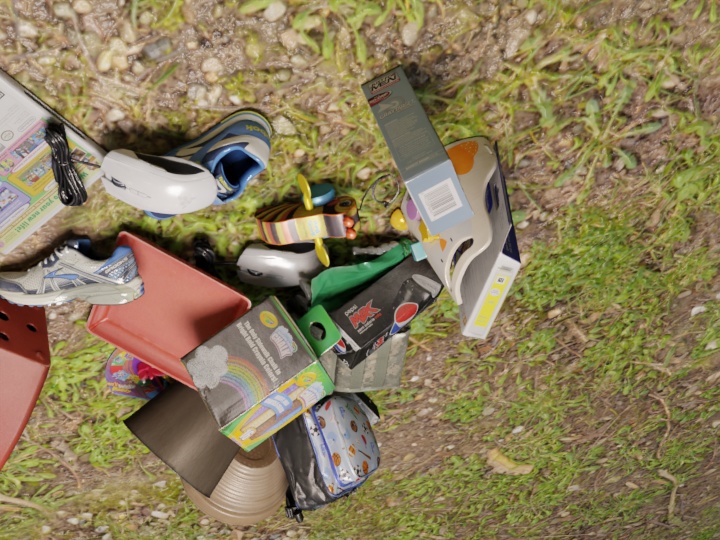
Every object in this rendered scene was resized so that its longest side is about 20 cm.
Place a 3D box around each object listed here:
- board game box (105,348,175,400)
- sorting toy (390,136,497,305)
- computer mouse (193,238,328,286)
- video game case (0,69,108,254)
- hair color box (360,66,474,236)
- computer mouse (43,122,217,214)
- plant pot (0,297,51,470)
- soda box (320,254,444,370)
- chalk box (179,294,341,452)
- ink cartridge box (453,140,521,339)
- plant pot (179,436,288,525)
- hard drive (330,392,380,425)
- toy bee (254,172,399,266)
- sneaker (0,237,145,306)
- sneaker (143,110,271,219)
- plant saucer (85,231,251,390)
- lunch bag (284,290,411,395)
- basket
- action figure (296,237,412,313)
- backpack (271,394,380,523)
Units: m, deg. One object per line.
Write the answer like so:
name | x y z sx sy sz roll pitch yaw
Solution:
board game box | -0.307 0.175 1.255 0.199 0.039 0.158 19 125 -33
sorting toy | 0.127 -0.055 1.082 0.106 0.181 0.201 2 132 -21
computer mouse | -0.139 -0.005 1.124 0.198 0.044 0.110 -6 135 -14
video game case | -0.430 -0.124 0.928 0.199 0.022 0.182 -35 134 14
hair color box | 0.067 -0.149 0.952 0.060 0.201 0.099 -26 137 7
computer mouse | -0.269 -0.106 0.919 0.198 0.044 0.110 10 131 -3
plant pot | -0.518 0.118 1.025 0.176 0.200 0.200 -44 132 11
soda box | 0.038 0.055 1.145 0.199 0.071 0.064 -36 161 -34
chalk box | -0.119 0.129 1.070 0.199 0.125 0.124 -34 153 -8
ink cartridge box | 0.183 -0.043 1.100 0.047 0.199 0.201 13 131 -9
plant pot | -0.197 0.311 1.311 0.199 0.202 0.093 9 133 -27
hard drive | -0.065 0.249 1.420 0.139 0.038 0.200 -28 137 9
toy bee | -0.045 -0.077 1.047 0.199 0.109 0.131 -34 117 9
sneaker | -0.386 -0.003 1.036 0.198 0.077 0.086 -2 104 1
sneaker | -0.195 -0.118 0.976 0.199 0.083 0.074 -33 137 16
plant saucer | -0.269 0.056 1.103 0.198 0.037 0.201 29 123 -5
lunch bag | -0.031 0.112 1.241 0.198 0.118 0.165 -2 137 -9
basket | -0.231 0.214 1.210 0.180 0.136 0.200 46 75 -18
action figure | 0.000 0.000 1.151 0.199 0.055 0.118 -26 156 -26
backpack | -0.056 0.292 1.303 0.153 0.202 0.190 -18 169 13
